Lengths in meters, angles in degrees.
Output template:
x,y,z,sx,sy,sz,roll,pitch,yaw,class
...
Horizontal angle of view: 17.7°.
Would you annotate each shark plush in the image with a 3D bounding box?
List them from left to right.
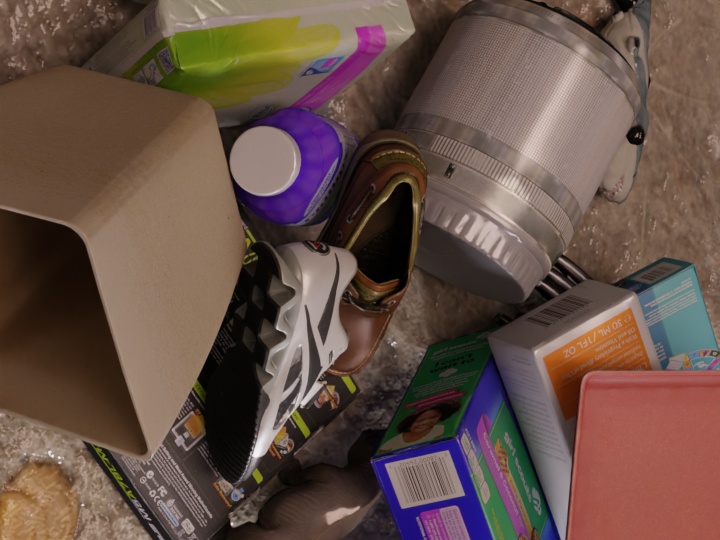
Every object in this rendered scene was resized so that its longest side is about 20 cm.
x,y,z,sx,sy,sz,roll,pitch,yaw,class
0.210,-0.161,1.905,0.083,0.091,0.201,33,55,-51,shark plush

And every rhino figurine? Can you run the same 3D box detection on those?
x,y,z,sx,sy,sz,roll,pitch,yaw,class
-0.030,0.175,1.743,0.200,0.087,0.060,-36,113,-25,rhino figurine

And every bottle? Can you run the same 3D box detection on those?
x,y,z,sx,sy,sz,roll,pitch,yaw,class
-0.050,-0.074,1.646,0.065,0.200,0.084,30,94,8,bottle

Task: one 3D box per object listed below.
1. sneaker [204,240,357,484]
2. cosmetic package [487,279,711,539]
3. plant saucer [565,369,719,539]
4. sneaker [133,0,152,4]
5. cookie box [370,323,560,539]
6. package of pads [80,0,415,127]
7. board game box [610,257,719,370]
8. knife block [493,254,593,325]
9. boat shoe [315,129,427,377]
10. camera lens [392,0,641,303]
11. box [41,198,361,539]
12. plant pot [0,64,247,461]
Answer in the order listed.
x,y,z,sx,sy,sz,roll,pitch,yaw,class
-0.050,0.068,1.637,0.088,0.074,0.200,-5,129,-34,sneaker
0.183,0.120,1.762,0.101,0.071,0.200,-29,110,-20,cosmetic package
0.233,0.169,1.734,0.199,0.037,0.200,1,98,-26,plant saucer
-0.096,-0.232,1.597,0.085,0.199,0.073,-4,82,-65,sneaker
0.089,0.161,1.766,0.200,0.075,0.172,-60,133,-63,cookie box
-0.085,-0.153,1.637,0.200,0.154,0.068,-11,79,-33,package of pads
0.222,0.112,1.847,0.151,0.047,0.201,-26,109,-21,board game box
0.206,0.059,1.900,0.200,0.064,0.176,-11,102,-31,knife block
0.000,0.000,1.664,0.072,0.068,0.200,4,120,-13,boat shoe
0.109,-0.096,1.764,0.160,0.160,0.200,36,75,-30,camera lens
-0.121,0.074,1.700,0.193,0.047,0.200,-44,116,-24,box
-0.188,-0.025,1.545,0.177,0.200,0.200,-50,142,-38,plant pot
